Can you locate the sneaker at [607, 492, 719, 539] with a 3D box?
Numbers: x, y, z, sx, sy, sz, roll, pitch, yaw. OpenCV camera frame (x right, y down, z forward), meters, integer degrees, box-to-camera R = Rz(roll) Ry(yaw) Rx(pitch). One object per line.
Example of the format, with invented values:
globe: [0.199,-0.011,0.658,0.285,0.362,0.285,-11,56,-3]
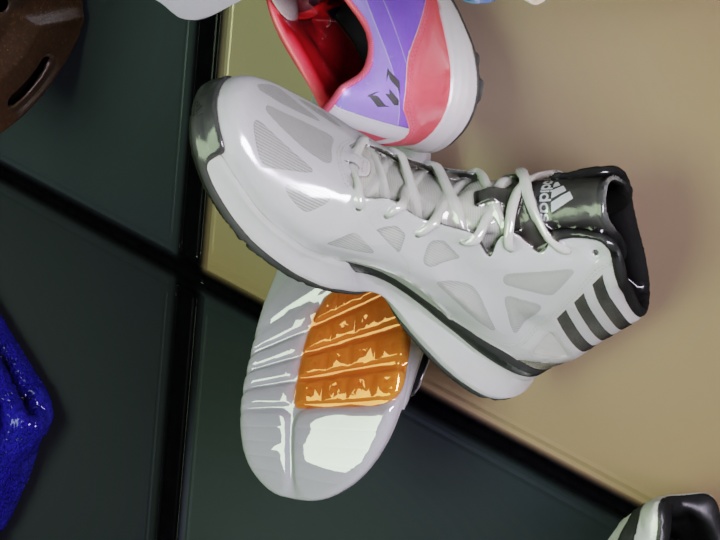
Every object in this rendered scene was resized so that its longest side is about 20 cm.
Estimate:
sneaker: [0.148,0.170,0.969,0.200,0.073,0.080,53,132,28]

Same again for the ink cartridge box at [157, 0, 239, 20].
ink cartridge box: [-0.083,-0.225,1.038,0.083,0.146,0.201,-21,58,27]

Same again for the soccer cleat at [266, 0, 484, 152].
soccer cleat: [-0.015,-0.139,1.080,0.068,0.073,0.201,-43,57,38]

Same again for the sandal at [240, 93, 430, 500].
sandal: [0.007,0.001,1.118,0.079,0.059,0.208,9,85,32]

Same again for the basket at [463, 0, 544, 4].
basket: [0.060,-0.184,0.926,0.199,0.139,0.177,14,111,28]

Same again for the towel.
towel: [-0.247,0.096,1.444,0.148,0.049,0.200,54,134,26]

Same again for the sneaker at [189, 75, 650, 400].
sneaker: [0.036,-0.032,0.994,0.115,0.200,0.076,-29,40,37]

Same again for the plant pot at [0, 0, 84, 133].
plant pot: [-0.252,-0.167,1.294,0.198,0.200,0.201,32,122,32]
